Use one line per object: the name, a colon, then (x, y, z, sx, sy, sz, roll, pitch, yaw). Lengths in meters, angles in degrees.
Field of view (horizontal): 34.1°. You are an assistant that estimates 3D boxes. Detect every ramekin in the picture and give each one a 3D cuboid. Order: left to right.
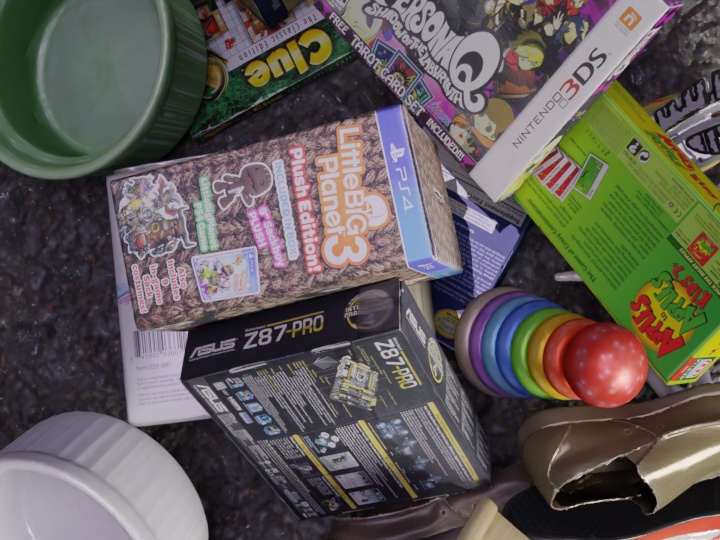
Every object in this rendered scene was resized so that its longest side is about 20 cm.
ramekin: (-0.212, 0.207, 0.895, 0.197, 0.098, 0.204, 9, 116, 18)
ramekin: (-0.220, -0.171, 0.955, 0.197, 0.097, 0.204, 0, 89, 19)

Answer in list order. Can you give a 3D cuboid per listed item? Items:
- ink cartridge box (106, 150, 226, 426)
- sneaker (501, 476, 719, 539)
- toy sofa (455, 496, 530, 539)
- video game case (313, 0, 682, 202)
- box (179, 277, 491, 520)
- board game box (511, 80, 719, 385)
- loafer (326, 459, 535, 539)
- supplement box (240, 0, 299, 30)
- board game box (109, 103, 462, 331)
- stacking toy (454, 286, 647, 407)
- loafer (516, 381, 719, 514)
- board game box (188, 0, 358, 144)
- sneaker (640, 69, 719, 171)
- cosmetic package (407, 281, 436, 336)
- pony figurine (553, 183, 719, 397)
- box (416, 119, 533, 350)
ink cartridge box: (-0.116, 0.015, 0.940, 0.143, 0.087, 0.204, -8, 85, 8)
sneaker: (0.198, 0.206, 0.848, 0.198, 0.068, 0.109, -6, 123, -9)
toy sofa: (0.041, 0.240, 0.836, 0.097, 0.201, 0.083, 39, 47, 6)
video game case: (0.084, -0.180, 0.792, 0.200, 0.036, 0.182, 49, 124, 10)
box: (-0.011, 0.099, 0.823, 0.159, 0.201, 0.050, -13, 47, 19)
board game box: (0.188, -0.034, 0.798, 0.102, 0.047, 0.201, -51, 59, 28)
loafer: (0.067, 0.183, 0.909, 0.196, 0.073, 0.072, -11, 71, 4)
supplement box: (-0.067, -0.336, 0.897, 0.200, 0.200, 0.134, -44, 70, -2)
board game box: (-0.042, -0.028, 0.792, 0.197, 0.159, 0.099, -13, 85, 11)
stacking toy: (0.139, 0.056, 0.825, 0.084, 0.200, 0.087, 0, 91, -17)
loafer: (0.207, 0.128, 0.803, 0.196, 0.077, 0.068, -10, 49, 11)
board game box: (-0.074, -0.200, 0.988, 0.198, 0.023, 0.106, -28, 83, 6)
sneaker: (0.215, -0.089, 0.896, 0.197, 0.090, 0.080, -16, 86, 10)
cosmetic package: (0.000, 0.000, 0.900, 0.102, 0.073, 0.204, -9, 85, 10)
pony figurine: (0.265, 0.016, 0.860, 0.192, 0.167, 0.201, -34, 95, 12)
box: (0.077, -0.051, 0.942, 0.120, 0.032, 0.202, 28, 89, 11)
